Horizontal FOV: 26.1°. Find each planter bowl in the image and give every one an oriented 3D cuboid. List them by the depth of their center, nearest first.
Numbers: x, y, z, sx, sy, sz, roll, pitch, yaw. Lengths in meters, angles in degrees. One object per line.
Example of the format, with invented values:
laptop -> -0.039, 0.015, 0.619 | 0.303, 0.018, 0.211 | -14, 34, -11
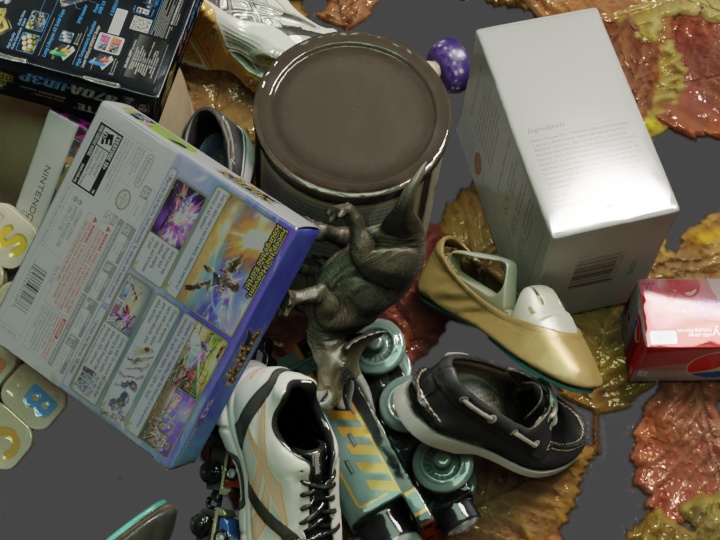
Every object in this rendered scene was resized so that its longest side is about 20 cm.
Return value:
planter bowl -> -0.238, -0.151, 1.285 | 0.200, 0.135, 0.200 | 2, 62, -4

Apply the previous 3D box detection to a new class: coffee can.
coffee can -> -0.012, -0.069, 1.219 | 0.146, 0.200, 0.147 | 2, 62, -3

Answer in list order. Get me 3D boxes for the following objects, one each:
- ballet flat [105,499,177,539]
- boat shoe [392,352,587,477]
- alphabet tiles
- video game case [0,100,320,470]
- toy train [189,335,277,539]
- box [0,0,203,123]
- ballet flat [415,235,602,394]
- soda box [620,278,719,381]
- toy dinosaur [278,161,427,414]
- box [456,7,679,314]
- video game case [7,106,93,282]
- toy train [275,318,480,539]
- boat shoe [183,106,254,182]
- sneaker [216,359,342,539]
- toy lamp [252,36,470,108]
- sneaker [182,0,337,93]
ballet flat -> -0.204, 0.247, 1.120 | 0.200, 0.068, 0.068 | -34, 79, -9
boat shoe -> 0.112, 0.103, 1.159 | 0.200, 0.060, 0.074 | 19, 40, -40
alphabet tiles -> -0.305, 0.050, 1.191 | 0.196, 0.015, 0.200 | 40, 90, 9
video game case -> -0.151, 0.009, 1.113 | 0.181, 0.045, 0.200 | 33, 103, 19
toy train -> -0.094, 0.145, 1.165 | 0.046, 0.034, 0.200 | 8, 80, 12
box -> -0.209, -0.212, 1.214 | 0.159, 0.046, 0.200 | 15, 54, -2
ballet flat -> 0.115, 0.028, 1.207 | 0.069, 0.063, 0.200 | 4, 20, -44
soda box -> 0.317, 0.048, 1.253 | 0.200, 0.070, 0.063 | 0, 61, -4
toy dinosaur -> 0.000, 0.000, 1.123 | 0.102, 0.200, 0.077 | 22, 18, -30
box -> 0.163, -0.085, 1.267 | 0.106, 0.152, 0.200 | -12, 64, -9
video game case -> -0.181, -0.005, 1.201 | 0.200, 0.181, 0.036 | 29, 22, 11
toy train -> 0.010, 0.127, 1.190 | 0.114, 0.085, 0.200 | -28, 69, -4
boat shoe -> -0.127, -0.047, 1.263 | 0.070, 0.066, 0.200 | -6, 58, 24
sneaker -> -0.047, 0.163, 1.122 | 0.074, 0.080, 0.200 | -24, 101, -38
toy lamp -> 0.002, -0.155, 1.320 | 0.200, 0.058, 0.058 | -20, 64, -29
sneaker -> -0.110, -0.219, 1.364 | 0.200, 0.076, 0.088 | 31, 51, -7
